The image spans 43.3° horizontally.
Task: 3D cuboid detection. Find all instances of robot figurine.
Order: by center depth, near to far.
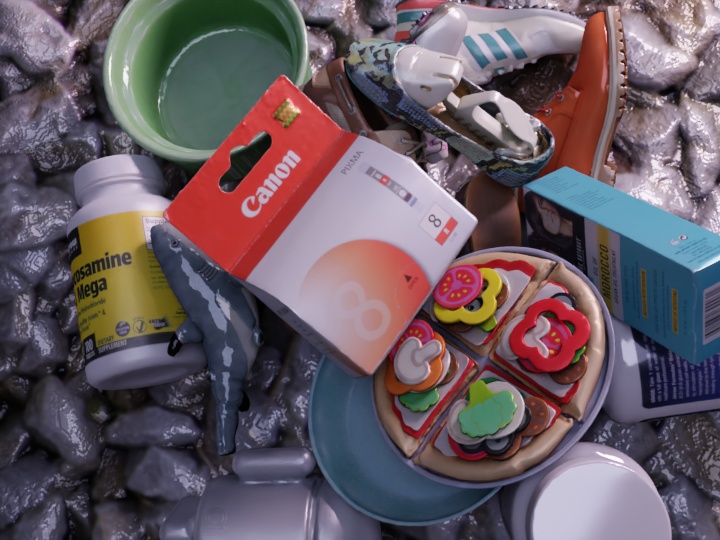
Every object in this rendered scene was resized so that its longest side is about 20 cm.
[{"bbox_3d":[-0.067,0.232,0.773,0.197,0.113,0.172,-3,104,8],"label":"robot figurine"}]

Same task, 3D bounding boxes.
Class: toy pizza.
[{"bbox_3d":[0.093,0.065,0.691,0.198,0.032,0.202,-16,54,22],"label":"toy pizza"}]

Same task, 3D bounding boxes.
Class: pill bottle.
[{"bbox_3d":[0.169,0.188,0.700,0.112,0.200,0.115,-1,82,5],"label":"pill bottle"},{"bbox_3d":[0.255,0.068,0.765,0.198,0.111,0.112,-9,76,6],"label":"pill bottle"},{"bbox_3d":[-0.211,0.001,0.846,0.111,0.112,0.202,-14,75,5],"label":"pill bottle"}]

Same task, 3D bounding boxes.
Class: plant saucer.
[{"bbox_3d":[0.053,0.109,0.745,0.198,0.036,0.202,-11,62,21],"label":"plant saucer"}]

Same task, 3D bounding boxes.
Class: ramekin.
[{"bbox_3d":[-0.139,-0.186,0.885,0.197,0.098,0.202,-2,77,8],"label":"ramekin"}]

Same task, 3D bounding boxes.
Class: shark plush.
[{"bbox_3d":[-0.135,0.057,0.794,0.083,0.091,0.203,-3,87,-30],"label":"shark plush"}]

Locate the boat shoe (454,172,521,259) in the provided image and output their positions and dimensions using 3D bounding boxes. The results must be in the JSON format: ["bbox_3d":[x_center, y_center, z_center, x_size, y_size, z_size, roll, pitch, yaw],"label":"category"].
[{"bbox_3d":[0.114,0.016,0.820,0.070,0.070,0.202,4,77,-15],"label":"boat shoe"}]

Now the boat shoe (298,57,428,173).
[{"bbox_3d":[0.022,-0.098,0.785,0.200,0.076,0.072,48,117,1],"label":"boat shoe"}]

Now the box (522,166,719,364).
[{"bbox_3d":[0.209,-0.011,0.721,0.049,0.083,0.200,-23,31,-18],"label":"box"}]

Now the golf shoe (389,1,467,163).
[{"bbox_3d":[0.054,-0.146,0.837,0.092,0.073,0.201,35,118,11],"label":"golf shoe"}]

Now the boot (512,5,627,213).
[{"bbox_3d":[0.187,-0.140,0.825,0.106,0.075,0.202,10,97,18],"label":"boot"}]

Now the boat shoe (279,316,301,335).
[{"bbox_3d":[-0.049,-0.025,0.789,0.071,0.068,0.202,19,53,-25],"label":"boat shoe"}]

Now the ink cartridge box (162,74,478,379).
[{"bbox_3d":[-0.026,-0.040,0.708,0.200,0.050,0.163,41,70,-11],"label":"ink cartridge box"}]

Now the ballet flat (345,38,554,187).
[{"bbox_3d":[0.082,-0.143,0.761,0.199,0.074,0.075,28,81,-18],"label":"ballet flat"}]

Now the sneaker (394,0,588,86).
[{"bbox_3d":[0.126,-0.206,0.877,0.197,0.070,0.095,8,96,8],"label":"sneaker"}]
